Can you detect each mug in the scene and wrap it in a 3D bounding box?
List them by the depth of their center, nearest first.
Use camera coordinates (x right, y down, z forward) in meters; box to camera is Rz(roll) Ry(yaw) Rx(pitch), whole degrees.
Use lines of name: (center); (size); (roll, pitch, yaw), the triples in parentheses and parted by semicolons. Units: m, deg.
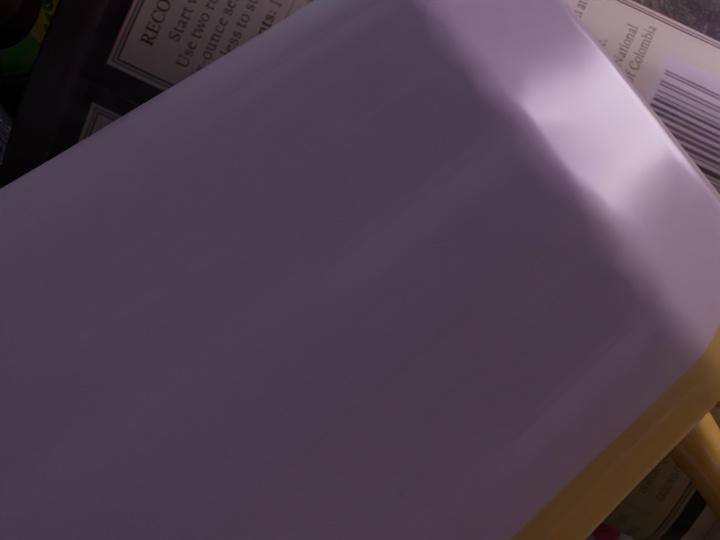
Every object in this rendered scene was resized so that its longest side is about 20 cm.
mug: (0.006, 0.019, 0.557); (0.150, 0.153, 0.187); (54, 7, 29)

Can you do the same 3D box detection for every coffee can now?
coffee can: (0.026, -0.030, 0.671); (0.200, 0.147, 0.146); (26, 7, 2)

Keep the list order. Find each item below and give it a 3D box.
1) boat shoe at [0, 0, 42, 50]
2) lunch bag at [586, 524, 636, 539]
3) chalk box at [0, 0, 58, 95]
boat shoe: (-0.147, -0.134, 0.737); (0.200, 0.076, 0.072); (61, 2, 34)
lunch bag: (0.098, 0.061, 0.920); (0.200, 0.082, 0.176); (51, 34, -34)
chalk box: (-0.053, -0.113, 0.856); (0.125, 0.200, 0.124); (26, 58, -71)
